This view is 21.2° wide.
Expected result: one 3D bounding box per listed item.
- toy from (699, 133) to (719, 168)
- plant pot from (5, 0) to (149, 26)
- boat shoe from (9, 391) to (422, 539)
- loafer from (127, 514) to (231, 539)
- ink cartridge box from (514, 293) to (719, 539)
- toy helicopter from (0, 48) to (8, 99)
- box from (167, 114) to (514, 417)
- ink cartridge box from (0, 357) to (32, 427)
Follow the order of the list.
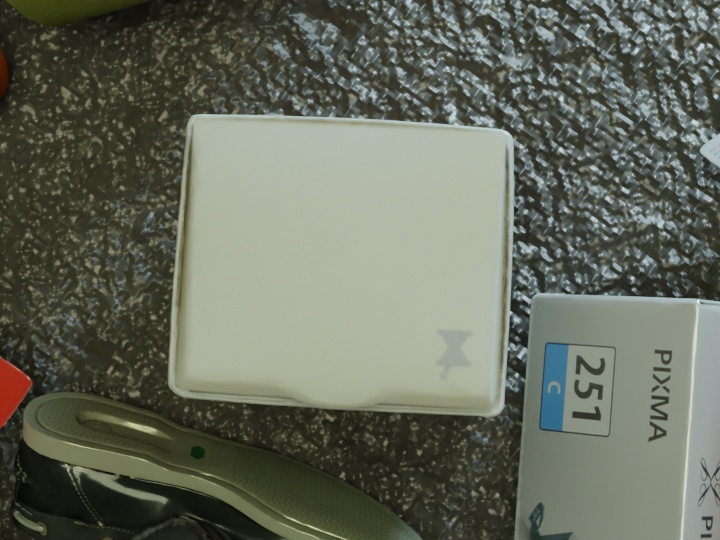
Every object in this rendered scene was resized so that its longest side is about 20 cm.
[{"bbox_3d":[0.252,-0.024,0.817,0.115,0.047,0.200,-34,41,-10],"label":"toy"},{"bbox_3d":[-0.085,-0.202,0.849,0.200,0.187,0.188,-34,85,17],"label":"plant pot"},{"bbox_3d":[-0.064,0.117,0.879,0.199,0.072,0.068,17,107,3],"label":"boat shoe"},{"bbox_3d":[-0.131,0.179,0.801,0.200,0.063,0.072,-47,57,-5],"label":"loafer"},{"bbox_3d":[0.146,0.112,0.823,0.176,0.045,0.201,2,87,43],"label":"ink cartridge box"},{"bbox_3d":[-0.239,-0.149,0.864,0.132,0.079,0.201,13,121,21],"label":"toy helicopter"},{"bbox_3d":[0.000,0.000,0.807,0.127,0.200,0.109,3,88,4],"label":"box"},{"bbox_3d":[-0.249,0.073,0.798,0.162,0.057,0.200,38,65,-10],"label":"ink cartridge box"}]
